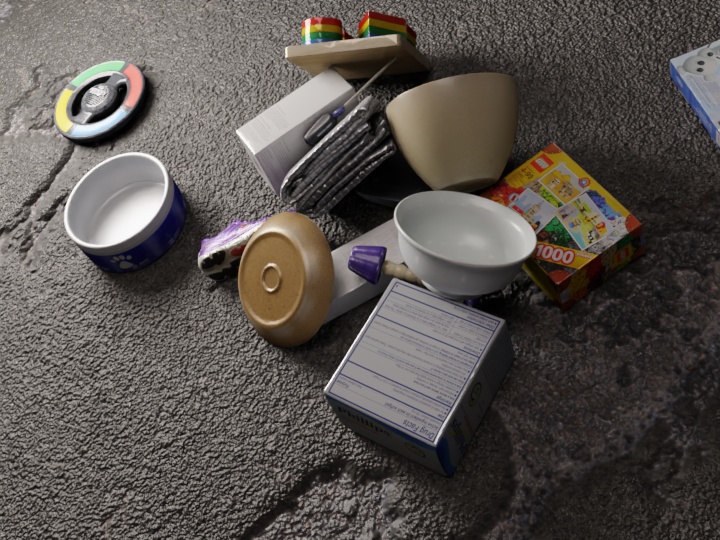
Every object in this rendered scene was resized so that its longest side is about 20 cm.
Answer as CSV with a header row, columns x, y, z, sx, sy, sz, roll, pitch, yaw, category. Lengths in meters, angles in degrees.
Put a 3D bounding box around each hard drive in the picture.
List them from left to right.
x,y,z,sx,sy,sz,roll,pitch,yaw,category
0.104,-0.153,1.535,0.197,0.043,0.137,7,60,24,hard drive

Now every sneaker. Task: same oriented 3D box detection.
x,y,z,sx,sy,sz,roll,pitch,yaw,category
-0.174,-0.060,1.554,0.197,0.081,0.084,-19,47,7,sneaker

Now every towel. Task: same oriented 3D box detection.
x,y,z,sx,sy,sz,roll,pitch,yaw,category
-0.031,-0.172,1.504,0.200,0.086,0.166,-42,9,13,towel

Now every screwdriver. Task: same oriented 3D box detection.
x,y,z,sx,sy,sz,roll,pitch,yaw,category
-0.013,-0.272,1.560,0.199,0.028,0.029,-38,94,3,screwdriver

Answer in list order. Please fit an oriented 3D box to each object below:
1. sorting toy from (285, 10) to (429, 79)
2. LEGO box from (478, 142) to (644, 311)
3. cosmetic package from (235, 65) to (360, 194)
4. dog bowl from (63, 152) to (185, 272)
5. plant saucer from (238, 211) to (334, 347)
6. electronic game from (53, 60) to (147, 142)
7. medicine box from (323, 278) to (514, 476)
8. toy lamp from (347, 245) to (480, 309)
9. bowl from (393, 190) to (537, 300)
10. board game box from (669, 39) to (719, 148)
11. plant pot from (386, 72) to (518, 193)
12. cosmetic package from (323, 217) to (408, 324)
x,y,z,sx,sy,sz,roll,pitch,yaw,category
-0.001,-0.381,1.625,0.196,0.198,0.071,-2,89,18,sorting toy
0.285,-0.065,1.387,0.148,0.077,0.201,-35,53,-5,LEGO box
-0.093,-0.234,1.622,0.199,0.108,0.085,-35,49,-8,cosmetic package
-0.403,-0.100,1.661,0.196,0.079,0.203,-9,55,13,dog bowl
-0.122,0.013,1.440,0.198,0.035,0.204,-2,87,41,plant saucer
-0.507,-0.331,1.879,0.196,0.042,0.203,-10,54,14,electronic game
0.082,0.140,1.306,0.180,0.103,0.201,21,66,30,medicine box
0.079,0.009,1.388,0.197,0.058,0.059,16,62,8,toy lamp
0.134,-0.023,1.316,0.197,0.092,0.202,8,31,-5,bowl
0.596,-0.276,1.439,0.196,0.044,0.202,-22,52,6,board game box
0.145,-0.188,1.416,0.197,0.200,0.137,-12,81,12,plant pot
0.000,0.000,1.464,0.198,0.051,0.083,-28,57,1,cosmetic package
